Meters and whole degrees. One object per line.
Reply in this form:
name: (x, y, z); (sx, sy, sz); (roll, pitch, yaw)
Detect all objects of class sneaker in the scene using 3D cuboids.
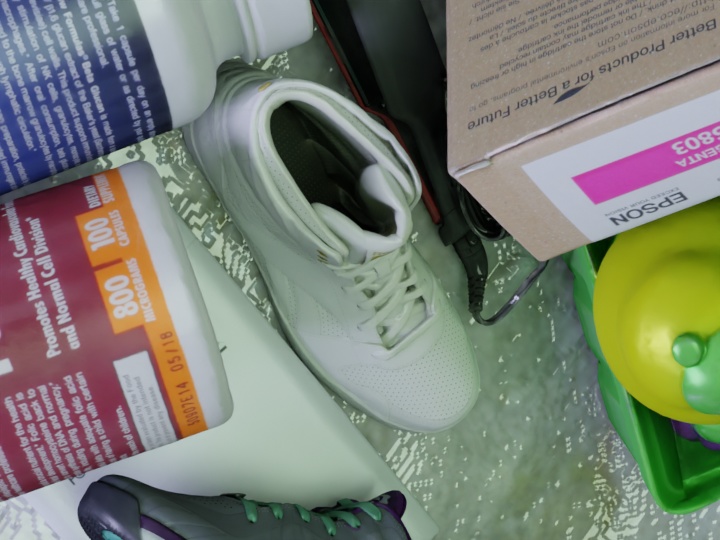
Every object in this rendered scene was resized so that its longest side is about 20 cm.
sneaker: (-0.030, 0.121, 0.891); (0.200, 0.074, 0.088); (35, 72, -28)
sneaker: (0.000, 0.000, 0.881); (0.074, 0.116, 0.200); (-40, 108, -11)

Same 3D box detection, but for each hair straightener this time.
hair straightener: (0.034, -0.058, 0.888); (0.041, 0.077, 0.201); (-35, 119, -26)

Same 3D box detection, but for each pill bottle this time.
pill bottle: (-0.160, 0.038, 0.811); (0.199, 0.114, 0.115); (-19, 102, -7)
pill bottle: (-0.125, -0.097, 0.822); (0.199, 0.111, 0.112); (-21, 103, -8)

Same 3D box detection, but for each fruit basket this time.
fruit basket: (0.159, 0.002, 0.887); (0.155, 0.216, 0.217); (-21, 102, -14)

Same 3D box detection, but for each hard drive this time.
hard drive: (-0.073, 0.088, 0.914); (0.132, 0.027, 0.200); (-42, 106, -9)

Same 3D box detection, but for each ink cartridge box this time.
ink cartridge box: (0.134, -0.114, 0.800); (0.199, 0.165, 0.075); (-20, 139, 27)
